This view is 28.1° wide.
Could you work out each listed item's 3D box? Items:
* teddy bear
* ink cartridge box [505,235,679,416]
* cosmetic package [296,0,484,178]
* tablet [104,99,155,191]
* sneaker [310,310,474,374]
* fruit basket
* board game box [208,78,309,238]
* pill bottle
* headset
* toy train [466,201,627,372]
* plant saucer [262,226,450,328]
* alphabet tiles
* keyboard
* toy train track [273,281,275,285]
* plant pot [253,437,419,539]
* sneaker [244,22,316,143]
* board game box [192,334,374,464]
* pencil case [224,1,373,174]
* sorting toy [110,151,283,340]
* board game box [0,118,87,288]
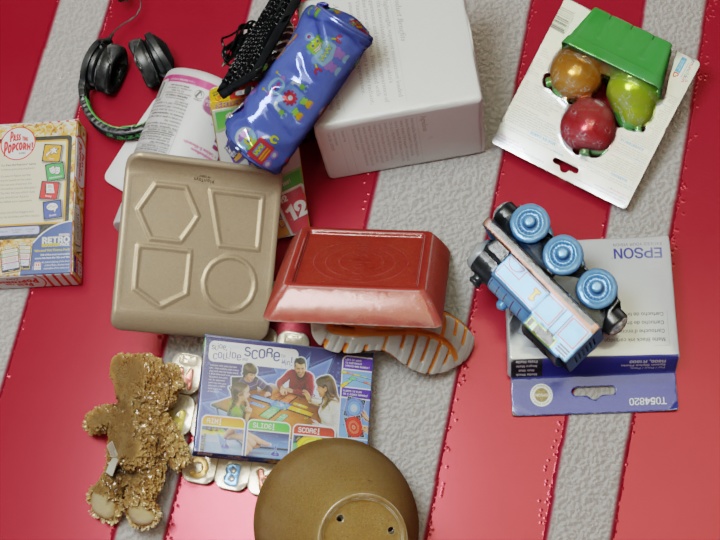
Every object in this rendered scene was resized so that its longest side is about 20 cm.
[{"bbox_3d":[-0.254,0.197,1.650,0.144,0.067,0.203,-15,72,30],"label":"teddy bear"},{"bbox_3d":[0.265,0.063,1.661,0.197,0.041,0.203,-3,72,4],"label":"ink cartridge box"},{"bbox_3d":[0.039,-0.228,1.707,0.197,0.165,0.167,-9,72,3],"label":"cosmetic package"},{"bbox_3d":[-0.203,-0.120,1.774,0.199,0.014,0.131,29,77,12],"label":"tablet"},{"bbox_3d":[0.037,0.061,1.659,0.198,0.077,0.079,14,108,-14],"label":"sneaker"},{"bbox_3d":[0.283,-0.201,1.731,0.184,0.094,0.202,27,92,13],"label":"fruit basket"},{"bbox_3d":[-0.117,-0.126,1.681,0.094,0.202,0.030,-11,30,-7],"label":"board game box"},{"bbox_3d":[-0.214,-0.127,1.711,0.112,0.114,0.202,17,75,10],"label":"pill bottle"},{"bbox_3d":[-0.292,-0.264,1.784,0.122,0.094,0.203,-6,72,3],"label":"headset"},{"bbox_3d":[0.206,0.014,1.619,0.114,0.087,0.200,-44,72,-2],"label":"toy train"},{"bbox_3d":[0.000,0.000,1.637,0.197,0.200,0.037,2,116,6],"label":"plant saucer"},{"bbox_3d":[-0.134,0.158,1.680,0.197,0.015,0.198,10,74,7],"label":"alphabet tiles"},{"bbox_3d":[-0.123,-0.270,1.633,0.040,0.104,0.201,44,41,-20],"label":"keyboard"},{"bbox_3d":[-0.146,0.071,1.694,0.113,0.033,0.203,-1,71,-5],"label":"toy train track"},{"bbox_3d":[-0.014,0.274,1.511,0.184,0.200,0.189,1,86,-8],"label":"plant pot"},{"bbox_3d":[-0.095,-0.215,1.768,0.075,0.116,0.201,-19,36,16],"label":"sneaker"},{"bbox_3d":[-0.087,0.152,1.640,0.197,0.034,0.137,7,72,-9],"label":"board game box"},{"bbox_3d":[-0.072,-0.202,1.585,0.086,0.078,0.201,36,100,-5],"label":"pencil case"},{"bbox_3d":[-0.186,-0.026,1.641,0.183,0.036,0.203,6,93,-19],"label":"sorting toy"},{"bbox_3d":[-0.415,-0.081,1.763,0.149,0.046,0.203,-2,72,5],"label":"board game box"}]
